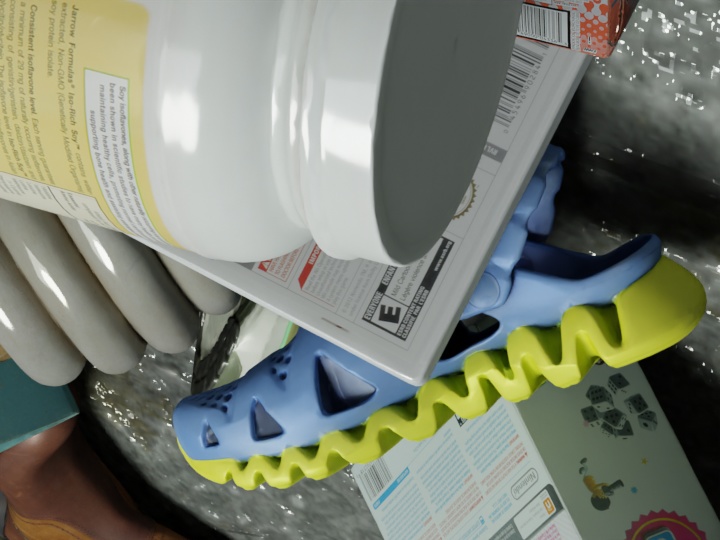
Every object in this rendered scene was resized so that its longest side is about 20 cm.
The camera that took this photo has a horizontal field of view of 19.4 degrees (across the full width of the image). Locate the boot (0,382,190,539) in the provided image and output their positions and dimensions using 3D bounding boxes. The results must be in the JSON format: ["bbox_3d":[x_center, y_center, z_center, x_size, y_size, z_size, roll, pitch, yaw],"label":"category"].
[{"bbox_3d":[-0.114,0.145,1.111,0.199,0.069,0.189,35,146,0],"label":"boot"}]

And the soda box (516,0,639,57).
[{"bbox_3d":[-0.001,-0.131,0.665,0.198,0.069,0.064,16,141,19],"label":"soda box"}]

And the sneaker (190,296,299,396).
[{"bbox_3d":[0.000,0.000,0.859,0.088,0.078,0.200,11,151,-22],"label":"sneaker"}]

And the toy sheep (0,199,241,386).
[{"bbox_3d":[-0.095,-0.027,0.805,0.138,0.199,0.138,54,180,0],"label":"toy sheep"}]

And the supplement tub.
[{"bbox_3d":[-0.065,-0.085,0.583,0.198,0.146,0.146,16,142,17],"label":"supplement tub"}]

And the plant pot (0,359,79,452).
[{"bbox_3d":[-0.252,0.009,0.973,0.141,0.141,0.202,-26,85,52],"label":"plant pot"}]

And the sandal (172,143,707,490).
[{"bbox_3d":[0.019,0.016,0.758,0.199,0.079,0.088,-24,94,11],"label":"sandal"}]

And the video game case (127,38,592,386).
[{"bbox_3d":[-0.033,-0.069,0.726,0.199,0.144,0.018,27,176,12],"label":"video game case"}]

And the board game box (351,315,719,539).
[{"bbox_3d":[0.085,0.130,0.839,0.201,0.064,0.148,65,152,17],"label":"board game box"}]
